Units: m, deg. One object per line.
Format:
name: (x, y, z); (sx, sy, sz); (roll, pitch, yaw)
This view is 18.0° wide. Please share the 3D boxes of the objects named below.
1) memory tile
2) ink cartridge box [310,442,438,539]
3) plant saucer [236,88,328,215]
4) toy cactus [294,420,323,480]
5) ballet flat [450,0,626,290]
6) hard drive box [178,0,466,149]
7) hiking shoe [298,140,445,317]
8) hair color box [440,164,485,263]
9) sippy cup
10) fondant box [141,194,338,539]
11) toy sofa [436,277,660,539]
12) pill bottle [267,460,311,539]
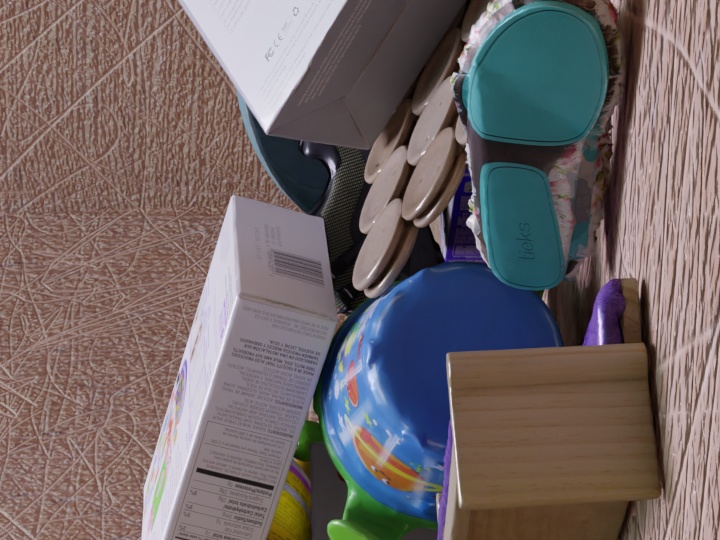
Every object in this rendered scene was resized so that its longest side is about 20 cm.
memory tile: (0.043, -0.086, 1.149); (0.153, 0.017, 0.200); (-55, 16, 32)
ink cartridge box: (0.045, 0.203, 1.345); (0.145, 0.145, 0.200); (87, -178, -79)
plant saucer: (-0.013, -0.124, 1.392); (0.200, 0.036, 0.200); (-2, -87, -48)
toy cactus: (0.053, 0.123, 1.493); (0.165, 0.200, 0.102); (-43, 23, 31)
ballet flat: (0.078, -0.071, 0.987); (0.200, 0.075, 0.064); (94, -169, -54)
hard drive box: (-0.029, -0.189, 1.208); (0.156, 0.077, 0.200); (-55, 49, 28)
hiking shoe: (0.000, 0.000, 1.333); (0.076, 0.100, 0.200); (-89, -7, -88)
hair color box: (0.077, -0.078, 1.328); (0.200, 0.065, 0.110); (95, 173, -75)
sippy cup: (0.047, 0.055, 1.139); (0.130, 0.139, 0.178); (104, 162, -76)
fondant box: (-0.070, 0.078, 1.253); (0.144, 0.058, 0.200); (-99, 27, -66)
toy sofa: (0.075, 0.082, 0.983); (0.200, 0.083, 0.098); (89, 178, -67)
pill bottle: (-0.079, 0.190, 1.384); (0.200, 0.104, 0.104); (-90, -2, -67)
